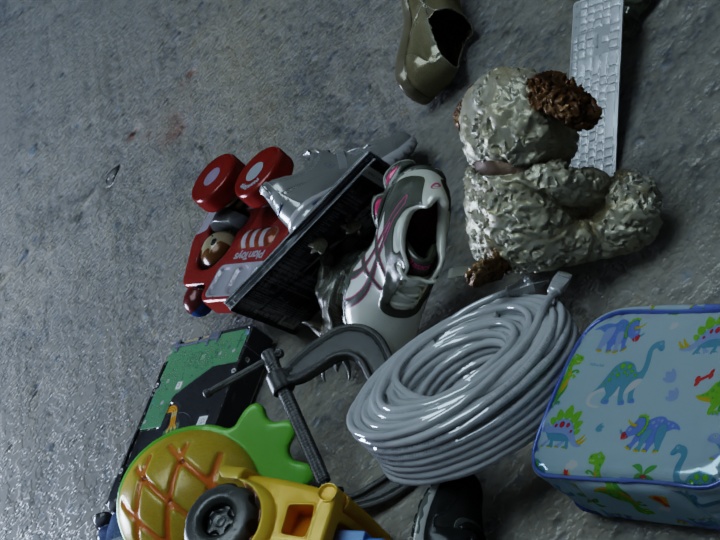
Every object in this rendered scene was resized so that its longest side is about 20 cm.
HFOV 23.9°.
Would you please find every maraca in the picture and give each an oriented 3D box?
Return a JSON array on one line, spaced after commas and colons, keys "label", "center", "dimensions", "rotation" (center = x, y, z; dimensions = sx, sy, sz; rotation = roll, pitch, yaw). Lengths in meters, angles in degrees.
[{"label": "maraca", "center": [-0.137, 0.205, 1.573], "dimensions": [0.200, 0.107, 0.137], "rotation": [-27, 79, 13]}]

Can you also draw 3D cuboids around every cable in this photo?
[{"label": "cable", "center": [0.088, 0.094, 1.376], "dimensions": [0.200, 0.069, 0.200], "rotation": [-23, 19, 22]}]

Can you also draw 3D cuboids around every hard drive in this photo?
[{"label": "hard drive", "center": [-0.173, 0.155, 1.737], "dimensions": [0.140, 0.038, 0.200], "rotation": [-14, 48, 45]}]

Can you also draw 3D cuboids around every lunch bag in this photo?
[{"label": "lunch bag", "center": [0.231, 0.102, 1.233], "dimensions": [0.200, 0.082, 0.161], "rotation": [-4, 55, 50]}]

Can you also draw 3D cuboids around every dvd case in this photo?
[{"label": "dvd case", "center": [-0.030, -0.023, 1.651], "dimensions": [0.200, 0.149, 0.016], "rotation": [-45, 66, 8]}]

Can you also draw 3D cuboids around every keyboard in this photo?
[{"label": "keyboard", "center": [0.215, -0.168, 1.563], "dimensions": [0.056, 0.011, 0.200], "rotation": [-18, 57, 44]}]

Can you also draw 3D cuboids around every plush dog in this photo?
[{"label": "plush dog", "center": [0.133, -0.087, 1.428], "dimensions": [0.160, 0.172, 0.200], "rotation": [-18, 12, -34]}]

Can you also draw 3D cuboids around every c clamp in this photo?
[{"label": "c clamp", "center": [-0.030, 0.137, 1.517], "dimensions": [0.171, 0.027, 0.200], "rotation": [-37, 58, 7]}]

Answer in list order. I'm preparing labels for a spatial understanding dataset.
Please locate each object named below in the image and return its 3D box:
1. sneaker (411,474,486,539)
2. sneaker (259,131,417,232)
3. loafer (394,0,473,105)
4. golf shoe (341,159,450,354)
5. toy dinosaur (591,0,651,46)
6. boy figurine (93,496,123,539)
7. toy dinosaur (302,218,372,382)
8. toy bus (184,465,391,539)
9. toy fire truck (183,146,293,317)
[{"label": "sneaker", "center": [0.085, 0.247, 1.300], "dimensions": [0.087, 0.076, 0.200], "rotation": [-6, 55, 30]}, {"label": "sneaker", "center": [-0.017, -0.101, 1.693], "dimensions": [0.200, 0.082, 0.075], "rotation": [-33, -21, -46]}, {"label": "loafer", "center": [0.086, -0.267, 1.819], "dimensions": [0.067, 0.076, 0.200], "rotation": [-21, 52, 38]}, {"label": "golf shoe", "center": [0.034, 0.003, 1.524], "dimensions": [0.088, 0.077, 0.200], "rotation": [-124, 43, -66]}, {"label": "toy dinosaur", "center": [0.261, -0.298, 1.640], "dimensions": [0.088, 0.047, 0.200], "rotation": [21, 79, 39]}, {"label": "boy figurine", "center": [-0.241, 0.315, 1.624], "dimensions": [0.124, 0.064, 0.200], "rotation": [-48, 27, 44]}, {"label": "toy dinosaur", "center": [0.000, 0.000, 1.633], "dimensions": [0.077, 0.102, 0.200], "rotation": [25, 57, 19]}, {"label": "toy bus", "center": [-0.049, 0.272, 1.391], "dimensions": [0.192, 0.136, 0.200], "rotation": [0, 58, 33]}, {"label": "toy fire truck", "center": [-0.120, -0.028, 1.782], "dimensions": [0.200, 0.112, 0.168], "rotation": [-4, 51, 52]}]
